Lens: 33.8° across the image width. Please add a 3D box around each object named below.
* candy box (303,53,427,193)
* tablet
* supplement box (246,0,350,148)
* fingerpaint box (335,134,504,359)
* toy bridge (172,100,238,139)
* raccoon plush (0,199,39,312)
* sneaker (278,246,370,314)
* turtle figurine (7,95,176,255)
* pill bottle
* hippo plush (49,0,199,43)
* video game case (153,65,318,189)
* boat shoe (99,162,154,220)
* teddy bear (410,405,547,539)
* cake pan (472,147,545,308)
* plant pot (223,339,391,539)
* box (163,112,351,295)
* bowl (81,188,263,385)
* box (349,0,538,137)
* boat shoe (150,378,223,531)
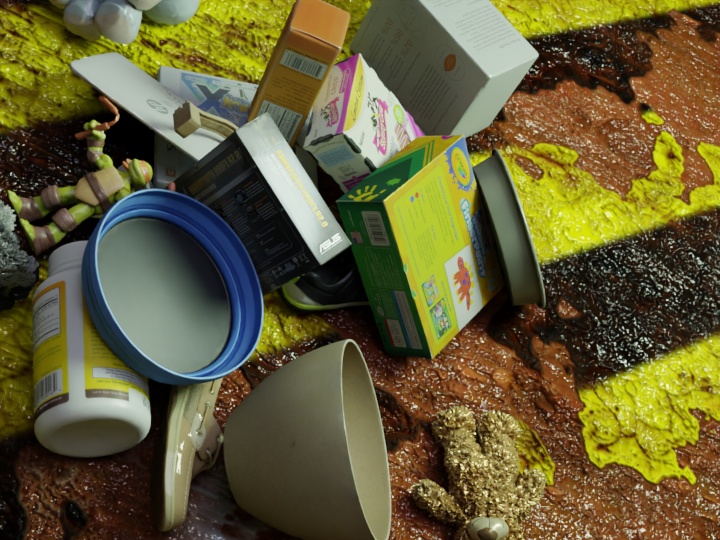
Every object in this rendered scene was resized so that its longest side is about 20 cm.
[{"bbox_3d":[0.022,-0.140,1.418,0.200,0.061,0.137,45,41,-37],"label":"candy box"},{"bbox_3d":[-0.228,-0.187,1.363,0.200,0.014,0.130,35,21,2],"label":"tablet"},{"bbox_3d":[-0.079,-0.221,1.372,0.069,0.200,0.067,21,51,-12],"label":"supplement box"},{"bbox_3d":[0.072,-0.029,1.347,0.167,0.073,0.200,-41,123,-40],"label":"fingerpaint box"},{"bbox_3d":[-0.134,-0.129,1.342,0.200,0.027,0.067,37,26,-39],"label":"toy bridge"},{"bbox_3d":[-0.390,-0.042,1.154,0.097,0.200,0.134,-28,67,-2],"label":"raccoon plush"},{"bbox_3d":[0.000,0.000,1.359,0.200,0.083,0.072,-17,67,-33],"label":"sneaker"},{"bbox_3d":[-0.290,-0.088,1.270,0.161,0.064,0.200,-25,65,-11],"label":"turtle figurine"},{"bbox_3d":[-0.266,0.074,1.166,0.109,0.109,0.200,4,56,-22],"label":"pill bottle"},{"bbox_3d":[-0.289,-0.368,1.471,0.161,0.159,0.200,-10,74,-64],"label":"hippo plush"},{"bbox_3d":[-0.150,-0.158,1.439,0.200,0.022,0.183,9,54,-20],"label":"video game case"},{"bbox_3d":[-0.234,-0.032,1.296,0.063,0.073,0.200,33,30,-49],"label":"boat shoe"},{"bbox_3d":[0.131,0.231,1.269,0.145,0.067,0.200,25,50,-4],"label":"teddy bear"},{"bbox_3d":[0.174,-0.046,1.418,0.037,0.200,0.200,-17,61,2],"label":"cake pan"},{"bbox_3d":[-0.057,0.178,1.161,0.134,0.200,0.201,-12,56,9],"label":"plant pot"},{"bbox_3d":[-0.116,-0.056,1.243,0.048,0.200,0.159,-35,95,-36],"label":"box"},{"bbox_3d":[-0.184,0.018,1.164,0.200,0.039,0.201,25,51,-36],"label":"bowl"},{"bbox_3d":[0.107,-0.291,1.568,0.106,0.152,0.200,-30,74,-38],"label":"box"},{"bbox_3d":[-0.166,0.165,1.174,0.064,0.071,0.200,13,52,-15],"label":"boat shoe"}]
